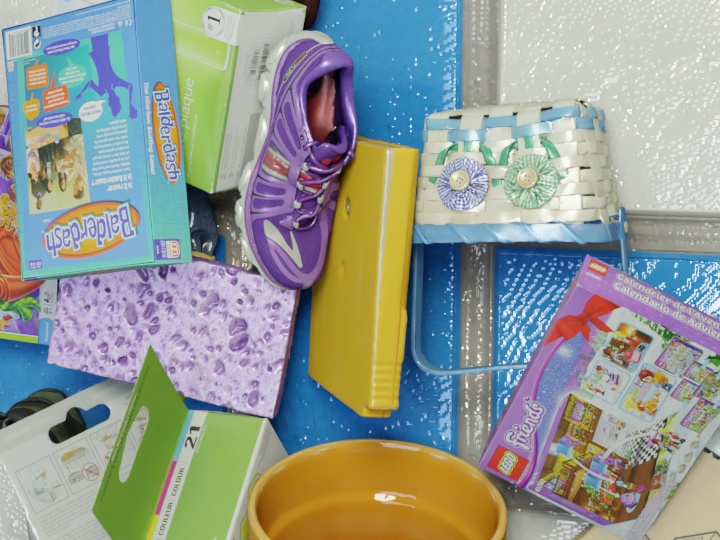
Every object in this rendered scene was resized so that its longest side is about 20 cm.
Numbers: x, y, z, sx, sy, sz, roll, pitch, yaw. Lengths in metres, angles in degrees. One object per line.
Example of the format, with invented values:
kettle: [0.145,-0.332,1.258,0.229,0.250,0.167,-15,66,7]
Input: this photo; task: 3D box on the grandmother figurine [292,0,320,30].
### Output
grandmother figurine: [-0.073,-0.224,1.289,0.121,0.060,0.202,-19,92,48]

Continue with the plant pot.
plant pot: [0.010,0.261,1.246,0.198,0.200,0.185,11,115,19]

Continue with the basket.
basket: [0.115,-0.023,1.192,0.174,0.139,0.203,-4,96,20]

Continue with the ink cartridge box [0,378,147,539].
ink cartridge box: [-0.204,0.202,1.324,0.201,0.162,0.057,59,140,7]

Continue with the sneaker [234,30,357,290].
sneaker: [-0.043,-0.077,1.210,0.083,0.080,0.203,33,124,55]

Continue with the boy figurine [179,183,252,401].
boy figurine: [-0.149,0.012,1.335,0.123,0.064,0.203,-3,97,7]

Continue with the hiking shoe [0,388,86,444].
hiking shoe: [-0.246,0.195,1.370,0.200,0.101,0.076,48,109,10]

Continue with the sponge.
sponge: [-0.152,0.042,1.292,0.197,0.030,0.113,13,97,8]

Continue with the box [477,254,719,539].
box: [0.183,0.098,1.153,0.136,0.039,0.201,26,130,3]

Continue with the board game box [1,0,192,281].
board game box: [-0.205,-0.098,1.232,0.151,0.045,0.203,-5,88,37]

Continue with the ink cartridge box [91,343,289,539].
ink cartridge box: [-0.123,0.174,1.240,0.075,0.201,0.149,5,57,19]

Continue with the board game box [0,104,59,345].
board game box: [-0.310,-0.043,1.399,0.133,0.045,0.203,6,98,20]

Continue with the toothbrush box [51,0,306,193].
toothbrush box: [-0.153,-0.165,1.275,0.199,0.086,0.147,25,113,32]

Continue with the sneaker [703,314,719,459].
sneaker: [0.312,0.108,1.169,0.199,0.070,0.094,33,112,17]

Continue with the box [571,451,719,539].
box: [0.246,0.248,1.235,0.200,0.021,0.164,-44,80,18]

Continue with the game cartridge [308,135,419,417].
game cartridge: [0.000,0.000,1.232,0.032,0.176,0.203,0,98,-17]
